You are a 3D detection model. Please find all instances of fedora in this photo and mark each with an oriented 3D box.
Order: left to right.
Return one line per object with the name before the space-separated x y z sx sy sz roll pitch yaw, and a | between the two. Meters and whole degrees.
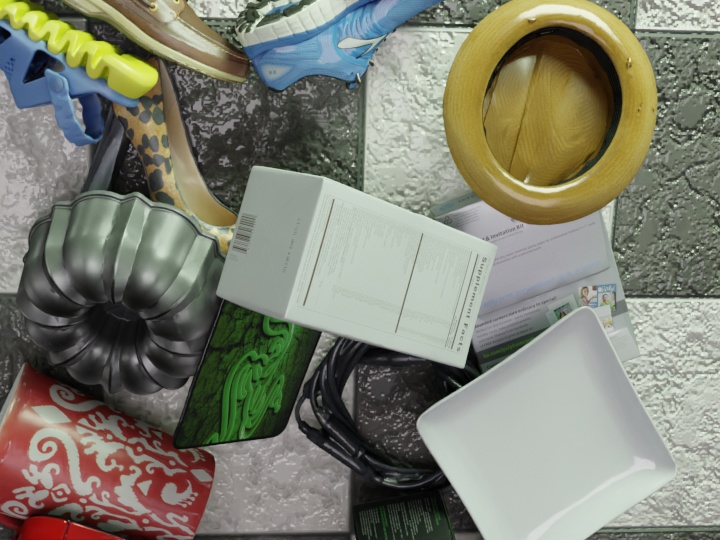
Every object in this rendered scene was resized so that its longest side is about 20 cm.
fedora | 0.160 -0.136 0.948 0.196 0.082 0.205 0 83 -3

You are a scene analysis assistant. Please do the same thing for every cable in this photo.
cable | 0.046 0.136 1.047 0.198 0.051 0.164 34 102 -7

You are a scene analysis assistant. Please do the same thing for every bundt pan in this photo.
bundt pan | -0.206 0.034 0.939 0.198 0.076 0.204 3 132 4

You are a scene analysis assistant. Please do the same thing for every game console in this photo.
game console | -0.243 0.282 1.011 0.174 0.032 0.200 19 147 -19

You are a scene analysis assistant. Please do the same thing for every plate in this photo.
plate | 0.175 0.164 1.023 0.198 0.032 0.202 -33 104 -3

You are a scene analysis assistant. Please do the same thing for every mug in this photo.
mug | -0.252 0.190 1.019 0.197 0.177 0.136 24 67 -16

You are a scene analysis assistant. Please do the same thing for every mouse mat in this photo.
mouse mat | -0.086 0.067 0.978 0.007 0.160 0.203 30 104 32

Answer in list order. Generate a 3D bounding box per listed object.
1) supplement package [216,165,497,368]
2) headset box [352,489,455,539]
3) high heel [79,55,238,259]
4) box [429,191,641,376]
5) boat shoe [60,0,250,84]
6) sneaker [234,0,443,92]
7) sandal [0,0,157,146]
supplement package | 0.000 0.000 0.903 0.198 0.109 0.116 19 88 -38
headset box | 0.055 0.348 1.027 0.091 0.175 0.203 -9 124 -3
high heel | -0.137 -0.090 0.952 0.197 0.072 0.144 25 107 -4
box | 0.166 0.012 1.027 0.153 0.041 0.203 -20 108 1
boat shoe | -0.176 -0.224 0.909 0.198 0.072 0.068 28 100 -14
sneaker | -0.006 -0.213 0.935 0.197 0.079 0.090 -22 128 -3
sandal | -0.269 -0.171 0.896 0.198 0.079 0.088 30 106 9
